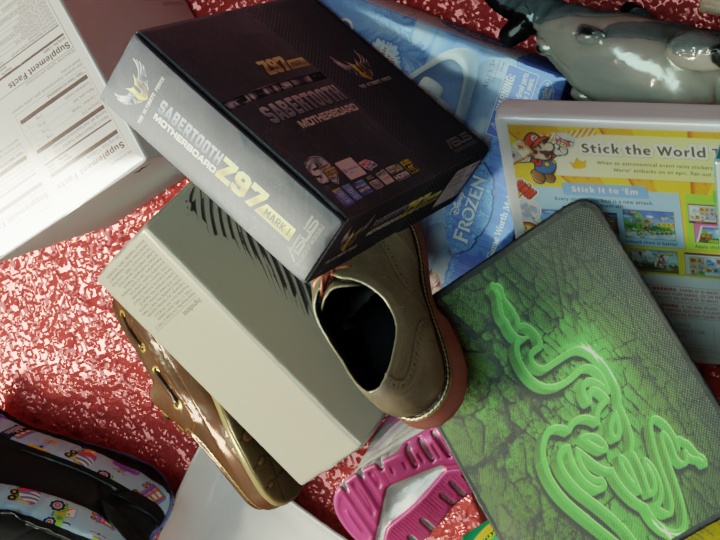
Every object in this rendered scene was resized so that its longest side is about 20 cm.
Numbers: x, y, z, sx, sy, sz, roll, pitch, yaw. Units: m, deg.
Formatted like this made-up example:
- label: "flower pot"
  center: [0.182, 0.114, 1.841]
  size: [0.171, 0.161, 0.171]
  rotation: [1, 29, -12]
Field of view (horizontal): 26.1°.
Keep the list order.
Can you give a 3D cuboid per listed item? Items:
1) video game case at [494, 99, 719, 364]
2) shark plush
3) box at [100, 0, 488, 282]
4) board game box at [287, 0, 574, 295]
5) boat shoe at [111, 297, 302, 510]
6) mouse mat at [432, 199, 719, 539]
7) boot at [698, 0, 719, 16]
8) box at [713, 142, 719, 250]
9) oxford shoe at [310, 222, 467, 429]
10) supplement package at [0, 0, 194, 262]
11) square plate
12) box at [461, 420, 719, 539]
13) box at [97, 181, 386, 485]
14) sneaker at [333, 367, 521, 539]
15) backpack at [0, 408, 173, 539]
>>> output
- label: "video game case"
  center: [0.188, -0.019, 0.917]
  size: [0.199, 0.023, 0.183]
  rotation: [5, 131, 23]
- label: "shark plush"
  center: [0.155, -0.129, 0.927]
  size: [0.199, 0.083, 0.091]
  rotation: [16, 136, 27]
- label: "box"
  center: [-0.031, -0.085, 0.895]
  size: [0.158, 0.200, 0.051]
  rotation: [41, 119, 12]
- label: "board game box"
  center: [0.020, -0.068, 1.012]
  size: [0.198, 0.043, 0.201]
  rotation: [24, 110, 19]
- label: "boat shoe"
  center: [-0.108, 0.081, 1.089]
  size: [0.067, 0.072, 0.201]
  rotation: [-36, 81, 32]
- label: "mouse mat"
  center: [0.121, 0.080, 0.914]
  size: [0.161, 0.008, 0.201]
  rotation: [-35, 78, 22]
- label: "boot"
  center: [0.167, -0.235, 0.891]
  size: [0.199, 0.077, 0.156]
  rotation: [14, 108, 18]
- label: "box"
  center: [0.246, 0.008, 0.860]
  size: [0.082, 0.049, 0.201]
  rotation: [5, 131, 23]
- label: "oxford shoe"
  center: [0.000, 0.000, 0.937]
  size: [0.070, 0.075, 0.201]
  rotation: [-41, 55, 19]
- label: "supplement package"
  center: [-0.203, -0.136, 1.034]
  size: [0.150, 0.152, 0.201]
  rotation: [-29, 89, 26]
- label: "square plate"
  center: [-0.070, 0.250, 1.129]
  size: [0.198, 0.028, 0.201]
  rotation: [34, 112, 14]
- label: "box"
  center: [0.173, 0.158, 0.960]
  size: [0.200, 0.049, 0.117]
  rotation: [-36, 124, 27]
- label: "box"
  center: [-0.072, 0.041, 1.030]
  size: [0.200, 0.068, 0.082]
  rotation: [46, 137, -7]
- label: "sneaker"
  center: [0.073, 0.099, 1.001]
  size: [0.199, 0.088, 0.082]
  rotation: [-27, 109, 15]
- label: "backpack"
  center: [-0.241, 0.196, 1.116]
  size: [0.199, 0.183, 0.135]
  rotation: [12, 115, 11]
